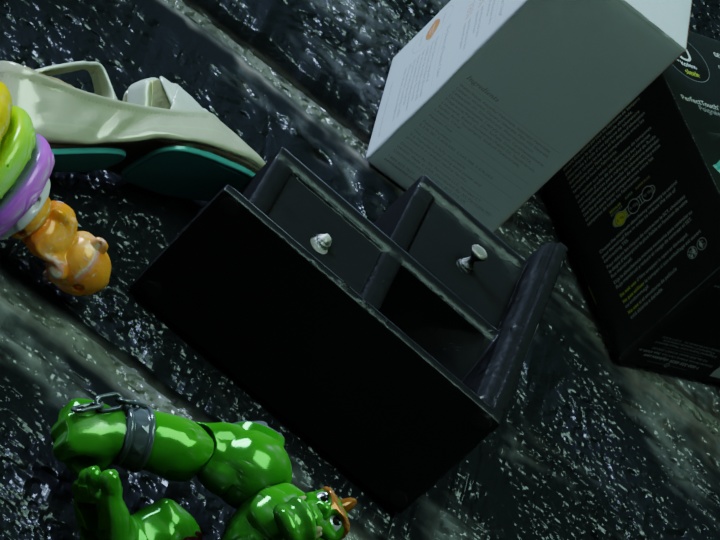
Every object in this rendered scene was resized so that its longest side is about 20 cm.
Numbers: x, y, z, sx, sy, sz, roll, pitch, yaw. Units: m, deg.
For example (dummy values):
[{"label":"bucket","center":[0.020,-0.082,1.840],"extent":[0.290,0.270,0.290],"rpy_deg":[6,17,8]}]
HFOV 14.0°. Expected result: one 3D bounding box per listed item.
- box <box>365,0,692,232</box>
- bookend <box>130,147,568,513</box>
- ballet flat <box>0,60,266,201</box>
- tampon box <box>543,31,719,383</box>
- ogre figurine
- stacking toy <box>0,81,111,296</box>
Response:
[{"label":"box","center":[0.108,-0.135,1.845],"extent":[0.097,0.200,0.124],"rpy_deg":[36,34,-15]},{"label":"bookend","center":[0.000,0.000,1.674],"extent":[0.199,0.092,0.200],"rpy_deg":[41,32,-8]},{"label":"ballet flat","center":[-0.131,-0.082,1.632],"extent":[0.200,0.069,0.070],"rpy_deg":[7,49,-45]},{"label":"tampon box","center":[0.224,-0.044,1.943],"extent":[0.150,0.126,0.200],"rpy_deg":[14,43,-41]},{"label":"ogre figurine","center":[-0.066,0.145,1.448],"extent":[0.120,0.098,0.200],"rpy_deg":[-15,49,-35]},{"label":"stacking toy","center":[-0.200,-0.054,1.516],"extent":[0.200,0.116,0.110],"rpy_deg":[42,34,-27]}]
